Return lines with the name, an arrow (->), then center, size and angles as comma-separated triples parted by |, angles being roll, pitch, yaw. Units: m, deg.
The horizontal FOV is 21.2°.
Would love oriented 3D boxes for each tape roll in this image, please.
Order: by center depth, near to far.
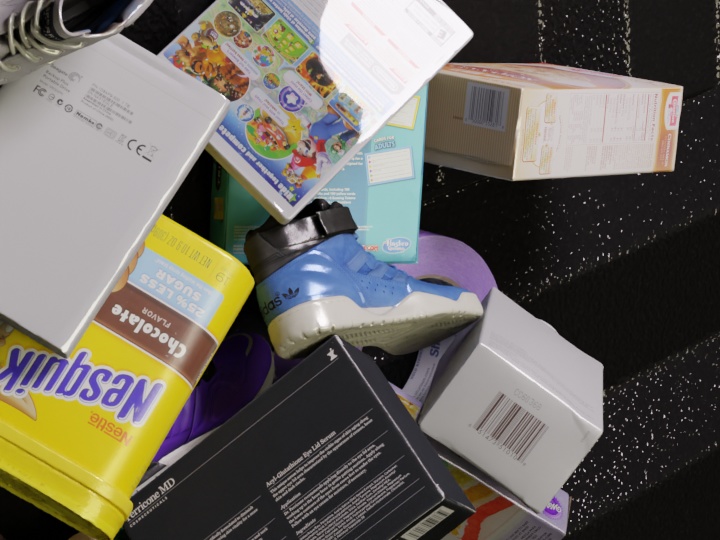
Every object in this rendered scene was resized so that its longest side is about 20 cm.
tape roll -> 0.025, 0.064, 1.529 | 0.200, 0.066, 0.201 | -14, 110, -43

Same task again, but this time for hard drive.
hard drive -> -0.192, -0.060, 1.247 | 0.200, 0.132, 0.027 | -59, 178, -17

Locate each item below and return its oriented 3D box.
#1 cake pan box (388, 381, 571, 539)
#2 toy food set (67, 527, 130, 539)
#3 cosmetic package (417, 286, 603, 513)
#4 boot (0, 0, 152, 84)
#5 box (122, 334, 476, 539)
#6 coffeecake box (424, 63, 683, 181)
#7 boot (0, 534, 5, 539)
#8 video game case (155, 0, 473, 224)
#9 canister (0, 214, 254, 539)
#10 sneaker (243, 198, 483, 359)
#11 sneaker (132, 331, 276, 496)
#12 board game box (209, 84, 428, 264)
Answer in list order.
cake pan box -> 0.026, 0.192, 1.447 | 0.184, 0.200, 0.052 | 35, 35, -14
toy food set -> -0.186, 0.272, 1.352 | 0.198, 0.049, 0.201 | 0, 100, -64
cosmetic package -> 0.114, 0.091, 1.418 | 0.081, 0.113, 0.200 | -54, 179, 12
boot -> -0.211, -0.156, 1.195 | 0.200, 0.096, 0.074 | -40, 116, -19
box -> -0.045, 0.164, 1.303 | 0.200, 0.141, 0.079 | -38, 157, 8
coffeecake box -> 0.133, -0.121, 1.522 | 0.200, 0.153, 0.073 | -6, 105, -44
boot -> -0.306, 0.225, 1.257 | 0.200, 0.072, 0.167 | 50, 54, -39
video game case -> -0.036, -0.148, 1.328 | 0.143, 0.018, 0.200 | 45, 70, -2
canister -> -0.178, 0.057, 1.276 | 0.148, 0.087, 0.200 | 30, 73, 0
sneaker -> 0.001, -0.001, 1.367 | 0.200, 0.077, 0.111 | -3, 65, -44
sneaker -> -0.144, 0.086, 1.363 | 0.200, 0.069, 0.100 | -39, 123, -32
board game box -> -0.029, -0.106, 1.400 | 0.151, 0.047, 0.201 | 0, 102, -18
